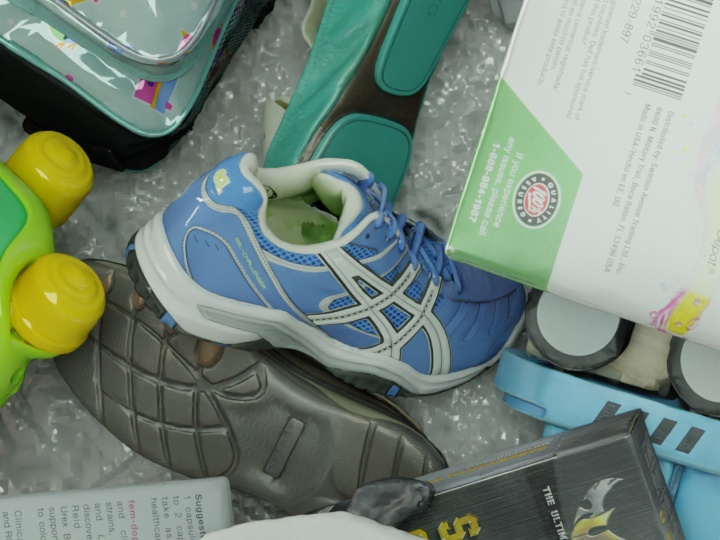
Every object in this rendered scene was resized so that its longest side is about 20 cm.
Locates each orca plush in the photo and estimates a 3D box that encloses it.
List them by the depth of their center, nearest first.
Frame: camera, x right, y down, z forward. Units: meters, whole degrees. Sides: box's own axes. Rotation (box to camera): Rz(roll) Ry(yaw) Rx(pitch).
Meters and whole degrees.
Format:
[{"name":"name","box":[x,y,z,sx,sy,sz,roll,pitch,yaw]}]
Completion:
[{"name":"orca plush","box":[0.032,0.143,1.206,0.199,0.071,0.106,-7,55,9]}]

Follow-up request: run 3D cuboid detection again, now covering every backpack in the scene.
[{"name":"backpack","box":[-0.108,-0.172,1.319,0.175,0.153,0.201,32,68,-3]}]

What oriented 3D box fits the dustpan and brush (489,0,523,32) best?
[{"name":"dustpan and brush","box":[0.115,-0.195,1.296,0.139,0.057,0.201,-9,117,4]}]

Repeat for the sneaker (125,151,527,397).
[{"name":"sneaker","box":[0.000,0.000,1.272,0.077,0.199,0.076,-49,47,34]}]

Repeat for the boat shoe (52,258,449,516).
[{"name":"boat shoe","box":[-0.051,0.060,1.313,0.199,0.073,0.075,33,100,2]}]

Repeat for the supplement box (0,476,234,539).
[{"name":"supplement box","box":[-0.156,0.150,1.258,0.199,0.101,0.104,-5,79,-19]}]

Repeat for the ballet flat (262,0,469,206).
[{"name":"ballet flat","box":[-0.005,-0.082,1.338,0.070,0.067,0.201,32,101,45]}]

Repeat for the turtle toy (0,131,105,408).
[{"name":"turtle toy","box":[-0.191,-0.007,1.292,0.146,0.101,0.201,-47,36,33]}]

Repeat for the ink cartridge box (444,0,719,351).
[{"name":"ink cartridge box","box":[0.153,-0.042,1.189,0.199,0.087,0.146,18,93,10]}]

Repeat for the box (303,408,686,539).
[{"name":"box","box":[0.075,0.177,1.247,0.157,0.048,0.201,-17,97,15]}]

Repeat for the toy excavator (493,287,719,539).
[{"name":"toy excavator","box":[0.140,0.110,1.287,0.193,0.100,0.201,18,95,8]}]
